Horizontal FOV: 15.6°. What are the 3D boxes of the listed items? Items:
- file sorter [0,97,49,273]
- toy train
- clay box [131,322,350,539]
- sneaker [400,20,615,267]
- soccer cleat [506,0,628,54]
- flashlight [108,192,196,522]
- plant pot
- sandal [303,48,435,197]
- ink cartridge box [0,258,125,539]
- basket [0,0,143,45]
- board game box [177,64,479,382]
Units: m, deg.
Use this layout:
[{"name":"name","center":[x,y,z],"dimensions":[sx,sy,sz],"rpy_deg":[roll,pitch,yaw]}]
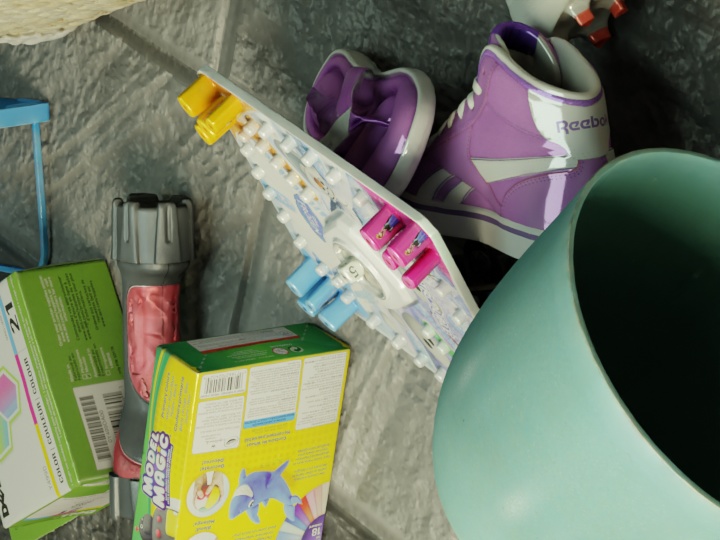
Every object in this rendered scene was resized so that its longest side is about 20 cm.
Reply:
[{"name":"file sorter","center":[-0.322,-0.045,1.742],"dimensions":[0.138,0.199,0.123],"rpy_deg":[9,105,49]},{"name":"toy train","center":[0.107,0.005,1.366],"dimensions":[0.200,0.034,0.046],"rpy_deg":[-4,106,50]},{"name":"clay box","center":[-0.075,0.136,1.542],"dimensions":[0.048,0.115,0.201],"rpy_deg":[30,118,44]},{"name":"sneaker","center":[0.071,-0.074,1.346],"dimensions":[0.200,0.072,0.115],"rpy_deg":[16,114,59]},{"name":"soccer cleat","center":[0.124,-0.185,1.282],"dimensions":[0.078,0.069,0.200],"rpy_deg":[57,138,17]},{"name":"flashlight","center":[-0.124,0.056,1.627],"dimensions":[0.067,0.068,0.201],"rpy_deg":[3,98,20]},{"name":"plant pot","center":[0.128,0.071,1.213],"dimensions":[0.161,0.200,0.201],"rpy_deg":[-43,64,42]},{"name":"sandal","center":[-0.010,-0.078,1.411],"dimensions":[0.203,0.050,0.083],"rpy_deg":[-145,72,-73]},{"name":"ink cartridge box","center":[-0.227,0.099,1.746],"dimensions":[0.200,0.076,0.148],"rpy_deg":[-32,72,47]},{"name":"basket","center":[-0.226,-0.244,1.598],"dimensions":[0.160,0.200,0.199],"rpy_deg":[-8,91,45]},{"name":"board game box","center":[0.000,0.000,1.400],"dimensions":[0.200,0.026,0.200],"rpy_deg":[36,163,41]}]
